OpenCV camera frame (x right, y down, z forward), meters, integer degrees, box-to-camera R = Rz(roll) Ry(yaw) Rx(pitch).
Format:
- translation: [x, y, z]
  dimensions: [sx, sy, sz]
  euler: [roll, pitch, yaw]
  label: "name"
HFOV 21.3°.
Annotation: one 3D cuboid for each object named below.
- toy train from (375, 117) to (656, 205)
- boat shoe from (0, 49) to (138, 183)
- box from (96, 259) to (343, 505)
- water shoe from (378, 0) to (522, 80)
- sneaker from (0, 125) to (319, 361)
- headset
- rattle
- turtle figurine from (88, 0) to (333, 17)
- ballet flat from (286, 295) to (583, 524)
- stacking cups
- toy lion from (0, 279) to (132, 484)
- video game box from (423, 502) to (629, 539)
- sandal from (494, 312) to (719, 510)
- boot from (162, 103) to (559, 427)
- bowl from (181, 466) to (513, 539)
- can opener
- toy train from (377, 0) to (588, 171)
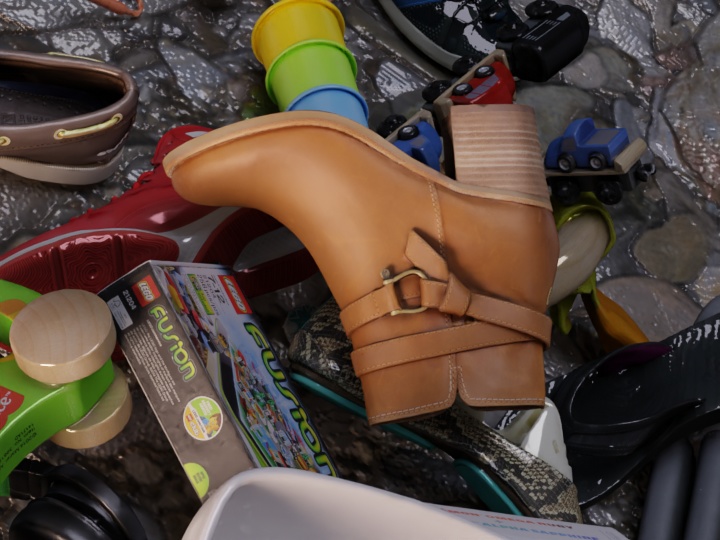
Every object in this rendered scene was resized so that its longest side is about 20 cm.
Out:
- translation: [0.077, -0.064, 1.096]
  dimensions: [0.199, 0.046, 0.034]
  euler: [2, 29, 37]
  label: "toy train"
- translation: [-0.219, -0.091, 1.034]
  dimensions: [0.198, 0.060, 0.072]
  euler: [5, 53, -23]
  label: "boat shoe"
- translation: [-0.050, 0.091, 0.932]
  dimensions: [0.201, 0.035, 0.110]
  euler: [61, 14, 8]
  label: "box"
- translation: [0.045, -0.206, 1.249]
  dimensions: [0.200, 0.079, 0.071]
  euler: [44, 49, 12]
  label: "water shoe"
- translation: [-0.121, -0.017, 1.045]
  dimensions: [0.198, 0.079, 0.116]
  euler: [-12, 29, -18]
  label: "sneaker"
- translation: [-0.138, 0.161, 0.895]
  dimensions: [0.198, 0.094, 0.124]
  euler: [12, 50, 4]
  label: "headset"
- translation: [0.065, 0.047, 1.094]
  dimensions: [0.200, 0.144, 0.130]
  euler: [-38, 42, -25]
  label: "rattle"
- translation: [-0.108, -0.230, 1.204]
  dimensions: [0.199, 0.065, 0.162]
  euler: [-9, 59, -31]
  label: "turtle figurine"
- translation: [0.056, 0.078, 0.998]
  dimensions: [0.199, 0.068, 0.076]
  euler: [37, 82, -3]
  label: "ballet flat"
- translation: [-0.012, -0.075, 1.111]
  dimensions: [0.060, 0.061, 0.201]
  euler: [2, 45, -24]
  label: "stacking cups"
- translation: [-0.232, 0.073, 0.875]
  dimensions: [0.190, 0.069, 0.200]
  euler: [20, 52, 23]
  label: "toy lion"
- translation: [0.017, 0.203, 0.851]
  dimensions: [0.181, 0.202, 0.047]
  euler: [10, 9, -21]
  label: "video game box"
- translation: [0.151, 0.067, 1.053]
  dimensions: [0.199, 0.048, 0.076]
  euler: [-28, 56, -6]
  label: "sandal"
- translation: [0.000, 0.000, 0.955]
  dimensions: [0.198, 0.074, 0.156]
  euler: [-3, 84, 7]
  label: "boot"
- translation: [-0.006, 0.193, 0.745]
  dimensions: [0.199, 0.074, 0.201]
  euler: [23, 63, -28]
  label: "bowl"
- translation: [0.186, 0.103, 1.084]
  dimensions: [0.052, 0.067, 0.201]
  euler: [-6, 46, 27]
  label: "can opener"
- translation: [0.062, -0.092, 1.059]
  dimensions: [0.046, 0.034, 0.200]
  euler: [17, 46, 40]
  label: "toy train"
